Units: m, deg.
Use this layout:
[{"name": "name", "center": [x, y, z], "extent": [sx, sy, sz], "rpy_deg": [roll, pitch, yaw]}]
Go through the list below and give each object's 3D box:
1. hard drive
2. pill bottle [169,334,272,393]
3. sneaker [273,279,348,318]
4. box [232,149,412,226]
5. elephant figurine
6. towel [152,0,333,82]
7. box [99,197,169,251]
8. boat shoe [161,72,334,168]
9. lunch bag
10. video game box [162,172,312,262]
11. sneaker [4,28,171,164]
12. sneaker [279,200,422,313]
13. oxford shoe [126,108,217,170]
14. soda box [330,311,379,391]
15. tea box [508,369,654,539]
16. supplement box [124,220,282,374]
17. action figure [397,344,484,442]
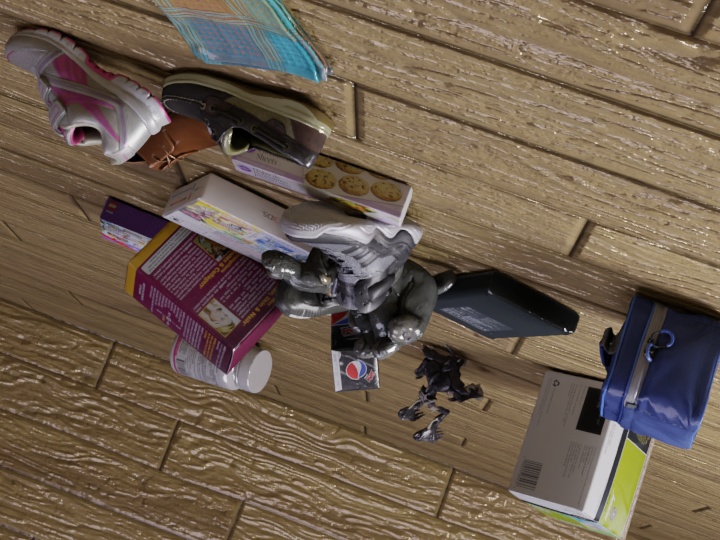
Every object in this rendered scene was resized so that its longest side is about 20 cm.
[{"name": "hard drive", "center": [0.174, 0.049, 1.690], "extent": [0.139, 0.033, 0.200], "rpy_deg": [27, 165, -21]}, {"name": "pill bottle", "center": [-0.298, 0.191, 2.772], "extent": [0.199, 0.114, 0.113], "rpy_deg": [15, 165, 24]}, {"name": "sneaker", "center": [-0.020, 0.024, 1.736], "extent": [0.199, 0.067, 0.090], "rpy_deg": [-3, 172, -38]}, {"name": "box", "center": [-0.041, -0.101, 1.420], "extent": [0.199, 0.042, 0.039], "rpy_deg": [20, 167, 7]}, {"name": "elephant figurine", "center": [0.000, 0.000, 1.593], "extent": [0.141, 0.155, 0.200], "rpy_deg": [-27, 110, 26]}, {"name": "towel", "center": [-0.122, -0.225, 1.105], "extent": [0.146, 0.022, 0.200], "rpy_deg": [14, 164, 25]}, {"name": "box", "center": [-0.310, -0.046, 2.033], "extent": [0.199, 0.039, 0.137], "rpy_deg": [22, 166, -5]}, {"name": "boat shoe", "center": [-0.124, -0.149, 1.302], "extent": [0.200, 0.066, 0.072], "rpy_deg": [16, 168, 25]}, {"name": "lunch bag", "center": [0.337, 0.115, 1.483], "extent": [0.132, 0.136, 0.200], "rpy_deg": [17, 165, 15]}, {"name": "video game box", "center": [-0.148, -0.059, 1.731], "extent": [0.200, 0.047, 0.182], "rpy_deg": [26, 168, -20]}, {"name": "sneaker", "center": [-0.303, -0.183, 1.362], "extent": [0.200, 0.088, 0.081], "rpy_deg": [31, 169, 15]}, {"name": "sneaker", "center": [-0.017, -0.012, 1.450], "extent": [0.200, 0.114, 0.075], "rpy_deg": [2, -159, -45]}, {"name": "oxford shoe", "center": [-0.203, -0.143, 1.440], "extent": [0.071, 0.071, 0.200], "rpy_deg": [33, 161, -35]}, {"name": "soda box", "center": [-0.008, 0.092, 1.813], "extent": [0.063, 0.071, 0.200], "rpy_deg": [-5, -157, 1]}, {"name": "tea box", "center": [0.348, 0.285, 1.989], "extent": [0.133, 0.201, 0.197], "rpy_deg": [10, 162, 35]}, {"name": "supplement box", "center": [-0.220, 0.027, 1.847], "extent": [0.200, 0.131, 0.103], "rpy_deg": [40, 153, 7]}, {"name": "action figure", "center": [0.137, 0.192, 2.160], "extent": [0.119, 0.102, 0.200], "rpy_deg": [44, 132, 21]}]
